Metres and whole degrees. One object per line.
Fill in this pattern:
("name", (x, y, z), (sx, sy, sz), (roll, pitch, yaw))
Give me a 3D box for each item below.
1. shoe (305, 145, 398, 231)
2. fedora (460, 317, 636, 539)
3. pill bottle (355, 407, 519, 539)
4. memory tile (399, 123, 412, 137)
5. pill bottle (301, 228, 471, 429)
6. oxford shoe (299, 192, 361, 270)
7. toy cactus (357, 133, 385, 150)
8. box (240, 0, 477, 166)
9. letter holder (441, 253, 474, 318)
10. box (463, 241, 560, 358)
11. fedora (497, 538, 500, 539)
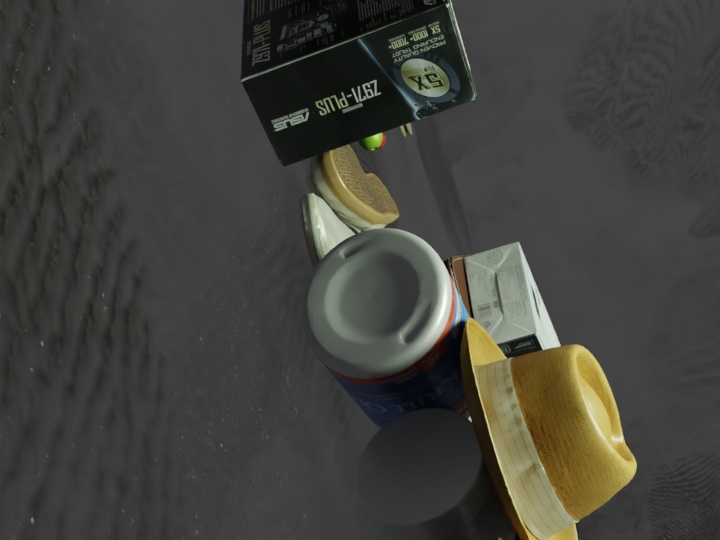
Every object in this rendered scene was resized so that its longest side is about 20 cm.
("shoe", (-0.012, -0.061, 0.831), (0.071, 0.053, 0.200), (65, 10, 11))
("fedora", (0.136, 0.111, 0.661), (0.202, 0.080, 0.202), (57, 19, -32))
("pill bottle", (0.071, 0.201, 0.702), (0.117, 0.113, 0.202), (-93, 164, -51))
("memory tile", (0.053, -0.346, 1.690), (0.154, 0.016, 0.203), (61, 16, -50))
("pill bottle", (0.037, 0.064, 0.740), (0.201, 0.110, 0.114), (55, 21, -56))
("oxford shoe", (0.000, 0.000, 0.794), (0.201, 0.057, 0.076), (58, 21, -51))
("toy cactus", (-0.020, -0.209, 0.950), (0.165, 0.100, 0.205), (-46, 128, -67))
("box", (-0.006, -0.199, 0.770), (0.202, 0.161, 0.087), (-96, 165, -46))
("letter holder", (0.084, 0.096, 0.979), (0.142, 0.099, 0.204), (-11, 85, -77))
("box", (0.170, 0.079, 1.009), (0.201, 0.059, 0.118), (58, 21, -47))
("fedora", (0.056, 0.257, 0.546), (0.200, 0.080, 0.206), (-2, 90, -81))
